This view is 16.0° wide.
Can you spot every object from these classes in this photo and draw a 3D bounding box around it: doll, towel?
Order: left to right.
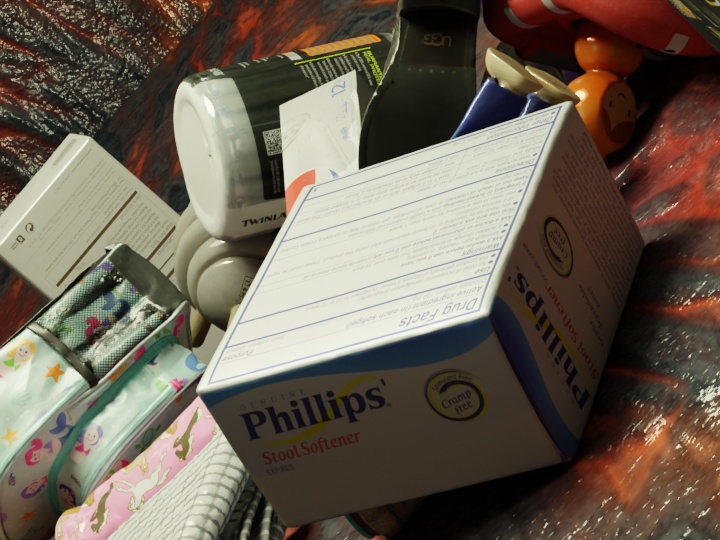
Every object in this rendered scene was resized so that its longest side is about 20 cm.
[{"bbox_3d":[-0.119,0.205,1.526,0.200,0.085,0.166,-44,12,23],"label":"towel"},{"bbox_3d":[0.059,-0.030,1.540,0.048,0.136,0.201,42,107,39],"label":"doll"}]

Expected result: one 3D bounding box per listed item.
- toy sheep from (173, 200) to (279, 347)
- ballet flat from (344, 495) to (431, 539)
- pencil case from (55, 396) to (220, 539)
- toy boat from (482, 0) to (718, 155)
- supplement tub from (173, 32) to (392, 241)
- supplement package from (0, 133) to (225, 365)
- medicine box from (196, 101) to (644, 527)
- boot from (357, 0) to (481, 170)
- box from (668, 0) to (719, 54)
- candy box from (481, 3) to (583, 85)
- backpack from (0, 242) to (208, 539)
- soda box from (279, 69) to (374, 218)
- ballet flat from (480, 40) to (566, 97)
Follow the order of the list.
[{"bbox_3d":[-0.079,-0.009,1.907,0.138,0.138,0.201,-40,29,29],"label":"toy sheep"},{"bbox_3d":[0.013,0.088,1.483,0.067,0.068,0.200,-41,25,10],"label":"ballet flat"},{"bbox_3d":[-0.118,0.140,1.698,0.200,0.083,0.087,-44,-1,19],"label":"pencil case"},{"bbox_3d":[0.155,-0.136,1.587,0.200,0.130,0.132,168,112,-69],"label":"toy boat"},{"bbox_3d":[-0.024,-0.099,1.824,0.199,0.124,0.122,-13,5,-17],"label":"supplement tub"},{"bbox_3d":[-0.188,0.000,2.049,0.120,0.200,0.121,-50,14,-6],"label":"supplement package"},{"bbox_3d":[0.037,0.023,1.380,0.181,0.103,0.200,-16,30,30],"label":"medicine box"},{"bbox_3d":[0.048,-0.130,1.668,0.174,0.069,0.202,-11,-66,-87],"label":"boot"},{"bbox_3d":[0.190,-0.157,1.303,0.049,0.200,0.161,-47,14,-4],"label":"box"},{"bbox_3d":[0.153,-0.259,1.766,0.200,0.168,0.072,-44,15,14],"label":"candy box"},{"bbox_3d":[-0.202,0.104,1.817,0.200,0.151,0.178,-36,-22,-22],"label":"backpack"},{"bbox_3d":[-0.006,-0.031,1.669,0.063,0.068,0.201,-24,47,21],"label":"soda box"},{"bbox_3d":[0.103,-0.083,1.667,0.064,0.076,0.201,-17,42,48],"label":"ballet flat"}]
